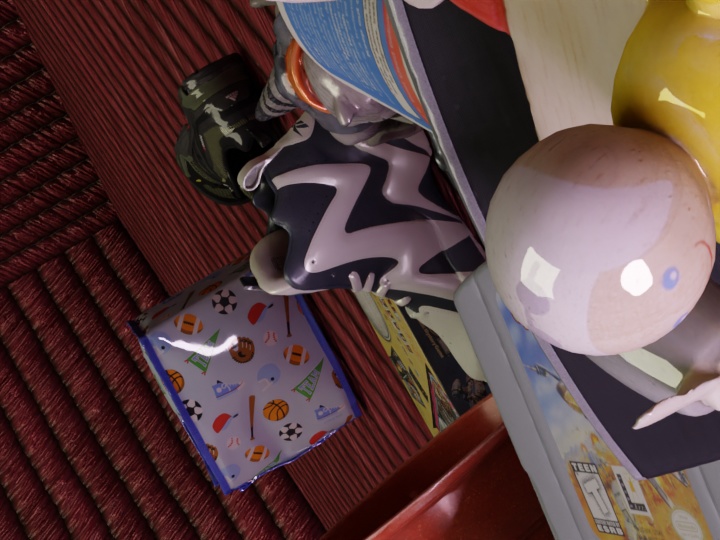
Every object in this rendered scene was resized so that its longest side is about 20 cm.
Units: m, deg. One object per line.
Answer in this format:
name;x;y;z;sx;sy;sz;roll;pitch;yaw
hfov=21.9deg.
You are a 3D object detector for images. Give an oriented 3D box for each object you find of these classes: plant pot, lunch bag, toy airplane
plant pot;0.096;0.179;0.991;0.196;0.200;0.201;50;171;0
lunch bag;-0.112;0.101;1.843;0.201;0.169;0.124;61;173;-14
toy airplane;0.054;-0.049;0.383;0.200;0.142;0.199;37;151;-17

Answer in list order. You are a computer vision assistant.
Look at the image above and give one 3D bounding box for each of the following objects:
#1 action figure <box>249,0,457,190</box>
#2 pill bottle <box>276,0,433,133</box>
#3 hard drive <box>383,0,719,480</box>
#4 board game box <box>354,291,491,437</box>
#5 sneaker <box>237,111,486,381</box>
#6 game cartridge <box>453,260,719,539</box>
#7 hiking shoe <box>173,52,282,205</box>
action figure;0.002;-0.082;0.902;0.201;0.104;0.193;62;180;-6
pill bottle;0.032;-0.106;0.629;0.113;0.112;0.200;63;169;-24
hard drive;0.086;-0.037;0.502;0.201;0.134;0.042;63;-155;-20
board game box;0.061;0.079;1.283;0.201;0.034;0.135;61;171;-9
sneaker;0.000;0.000;1.067;0.200;0.129;0.079;63;170;-24
game cartridge;0.099;0.046;0.669;0.134;0.041;0.200;63;161;-7
hiking shoe;-0.099;-0.085;1.488;0.101;0.075;0.200;59;170;20
